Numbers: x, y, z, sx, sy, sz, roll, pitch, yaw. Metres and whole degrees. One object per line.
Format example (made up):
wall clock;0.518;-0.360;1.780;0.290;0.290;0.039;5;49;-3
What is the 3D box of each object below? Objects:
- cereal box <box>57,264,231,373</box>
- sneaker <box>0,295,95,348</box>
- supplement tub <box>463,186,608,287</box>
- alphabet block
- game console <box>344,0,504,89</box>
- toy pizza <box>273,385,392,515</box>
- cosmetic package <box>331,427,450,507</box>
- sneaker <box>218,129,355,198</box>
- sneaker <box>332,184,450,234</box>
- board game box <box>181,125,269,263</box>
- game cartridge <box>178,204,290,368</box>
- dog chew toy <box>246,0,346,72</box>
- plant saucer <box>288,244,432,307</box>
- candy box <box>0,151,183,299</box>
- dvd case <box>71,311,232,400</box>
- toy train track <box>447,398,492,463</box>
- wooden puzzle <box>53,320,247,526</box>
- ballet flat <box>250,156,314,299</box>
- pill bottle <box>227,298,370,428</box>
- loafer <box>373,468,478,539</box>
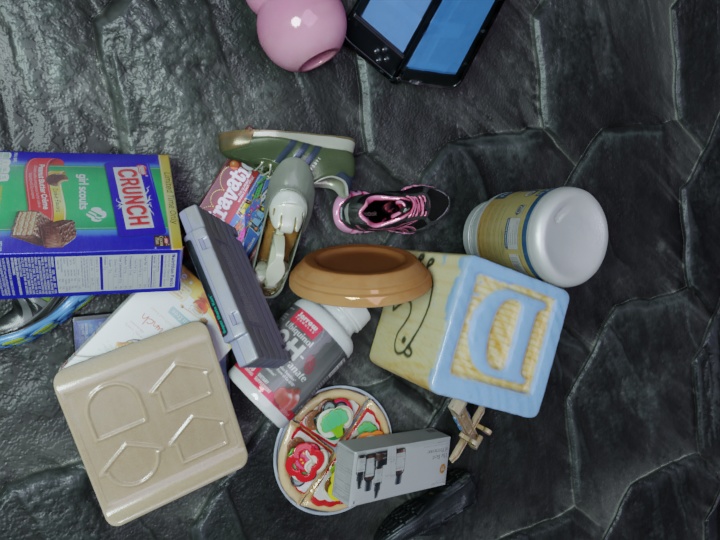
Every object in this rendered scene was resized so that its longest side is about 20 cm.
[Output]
cereal box;-0.264;0.101;0.767;0.144;0.039;0.200;45;76;-21
sneaker;-0.385;0.024;0.720;0.199;0.071;0.083;-41;95;-18
supplement tub;0.267;-0.053;0.926;0.143;0.200;0.147;-2;94;-24
alphabet block;0.157;0.088;0.887;0.195;0.200;0.198;20;84;-24
game console;0.096;-0.390;0.874;0.171;0.118;0.202;32;80;-22
toy pizza;-0.036;0.279;0.904;0.198;0.032;0.203;-2;94;-24
cosmetic package;0.053;0.300;0.909;0.198;0.050;0.084;4;95;-38
sneaker;-0.094;-0.140;0.812;0.198;0.067;0.091;-2;89;-27
sneaker;0.062;-0.092;0.891;0.198;0.095;0.080;-10;96;-24
board game box;-0.167;-0.091;0.830;0.102;0.019;0.202;32;80;-21
game cartridge;-0.155;0.025;0.727;0.038;0.130;0.202;-27;76;10
dog chew toy;-0.101;-0.376;0.791;0.124;0.124;0.202;-28;96;-20
plant saucer;0.000;0.000;0.809;0.198;0.200;0.038;-8;110;-23
candy box;-0.317;-0.057;0.687;0.198;0.170;0.077;-2;139;-25
dvd case;-0.276;0.122;0.795;0.198;0.018;0.145;-4;94;-23
toy train track;0.176;0.249;0.936;0.115;0.032;0.201;-55;146;-18
wooden puzzle;-0.255;0.185;0.737;0.184;0.046;0.202;-20;101;-23
ballet flat;-0.103;-0.050;0.793;0.067;0.064;0.202;11;117;-18
pill bottle;-0.080;0.111;0.831;0.200;0.110;0.111;-46;109;-15
loafer;0.113;0.401;0.957;0.199;0.068;0.071;-25;94;-24
